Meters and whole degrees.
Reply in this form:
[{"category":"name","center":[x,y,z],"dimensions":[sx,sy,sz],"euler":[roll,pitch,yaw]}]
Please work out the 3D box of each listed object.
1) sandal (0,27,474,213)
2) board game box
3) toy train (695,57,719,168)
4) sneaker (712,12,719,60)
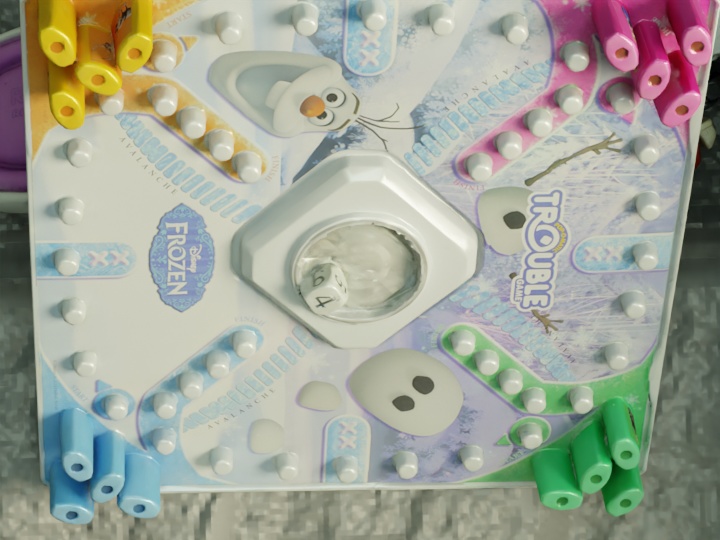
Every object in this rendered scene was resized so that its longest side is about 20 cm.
[{"category":"sandal","center":[-0.049,-0.062,0.799],"dimensions":[0.202,0.050,0.083],"euler":[-19,72,22]},{"category":"board game box","center":[0.000,0.000,0.794],"dimensions":[0.199,0.026,0.201],"euler":[0,130,-5]},{"category":"toy train","center":[0.084,-0.032,0.862],"dimensions":[0.199,0.034,0.046],"euler":[-30,104,-5]},{"category":"sneaker","center":[0.043,-0.103,0.827],"dimensions":[0.200,0.073,0.115],"euler":[-20,96,6]}]
